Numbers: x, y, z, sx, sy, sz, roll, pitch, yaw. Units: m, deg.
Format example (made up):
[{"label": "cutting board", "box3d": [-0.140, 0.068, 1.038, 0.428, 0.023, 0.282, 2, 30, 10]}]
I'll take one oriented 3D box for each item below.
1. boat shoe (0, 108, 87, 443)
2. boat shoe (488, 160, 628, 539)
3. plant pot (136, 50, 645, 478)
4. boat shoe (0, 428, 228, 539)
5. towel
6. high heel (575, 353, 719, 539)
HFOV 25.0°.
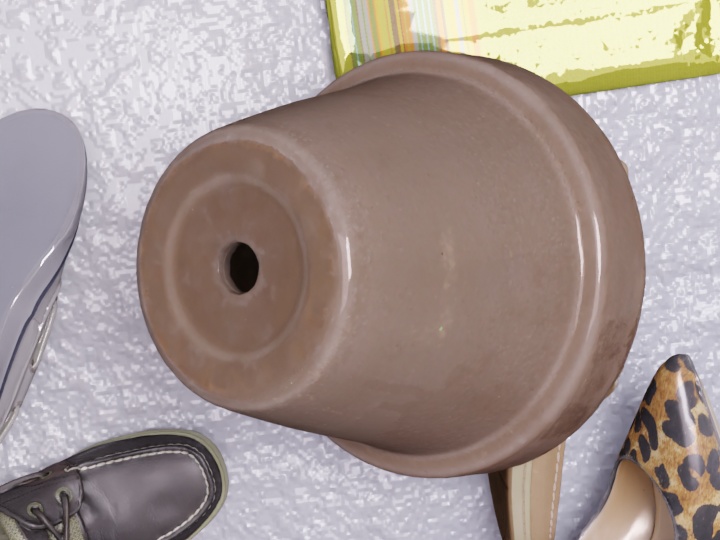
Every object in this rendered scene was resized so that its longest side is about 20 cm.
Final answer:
[{"label": "boat shoe", "box3d": [-0.183, 0.020, 0.805, 0.071, 0.066, 0.202, 11, 73, 3]}, {"label": "boat shoe", "box3d": [0.099, 0.043, 0.799, 0.064, 0.071, 0.203, 2, 99, -7]}, {"label": "plant pot", "box3d": [0.000, 0.000, 0.709, 0.198, 0.174, 0.203, 2, 93, 34]}, {"label": "boat shoe", "box3d": [-0.162, 0.138, 0.813, 0.199, 0.066, 0.072, -20, 93, 2]}, {"label": "towel", "box3d": [0.083, -0.127, 0.817, 0.198, 0.018, 0.087, -8, 99, 0]}, {"label": "high heel", "box3d": [0.105, 0.141, 0.776, 0.141, 0.071, 0.202, -9, 114, -17]}]
